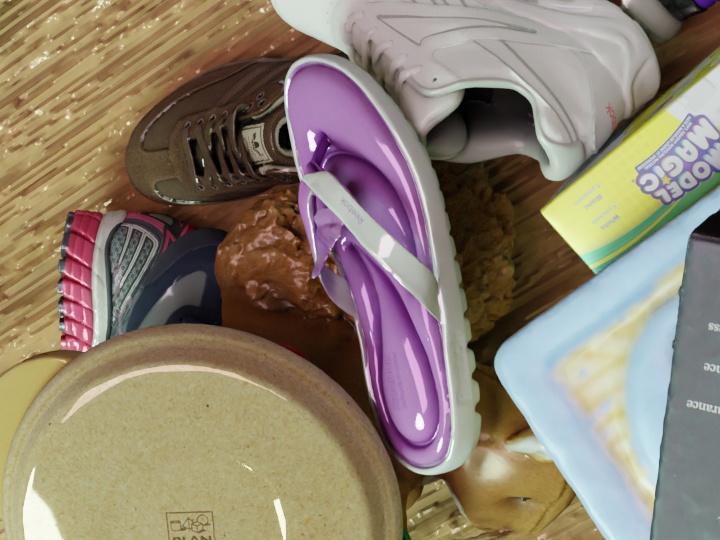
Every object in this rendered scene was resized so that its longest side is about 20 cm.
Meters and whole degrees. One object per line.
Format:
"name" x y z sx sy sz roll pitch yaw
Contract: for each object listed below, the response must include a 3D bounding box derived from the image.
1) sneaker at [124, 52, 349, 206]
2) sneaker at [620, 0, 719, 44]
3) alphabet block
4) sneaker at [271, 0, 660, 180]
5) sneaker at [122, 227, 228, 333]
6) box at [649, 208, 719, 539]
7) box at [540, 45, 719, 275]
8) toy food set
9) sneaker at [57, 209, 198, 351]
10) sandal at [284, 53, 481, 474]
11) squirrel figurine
"sneaker" -0.046 -0.074 1.469 0.200 0.076 0.071 -16 94 28
"sneaker" 0.127 -0.215 1.359 0.099 0.070 0.200 -32 90 22
"alphabet block" 0.213 0.045 1.293 0.196 0.200 0.196 -35 84 28
"sneaker" 0.033 -0.101 1.363 0.200 0.099 0.078 20 145 25
"sneaker" -0.092 0.080 1.472 0.082 0.070 0.200 33 105 62
"box" 0.198 0.083 1.135 0.148 0.104 0.200 14 108 23
"box" 0.180 -0.086 1.327 0.048 0.117 0.200 47 118 -1
"toy food set" -0.077 0.117 1.384 0.200 0.049 0.198 -18 105 14
"sneaker" -0.119 0.067 1.540 0.075 0.081 0.200 0 110 -1
"sandal" 0.005 -0.002 1.338 0.082 0.050 0.203 -19 90 48
"squirrel figurine" 0.023 0.047 1.430 0.186 0.142 0.200 9 108 18
